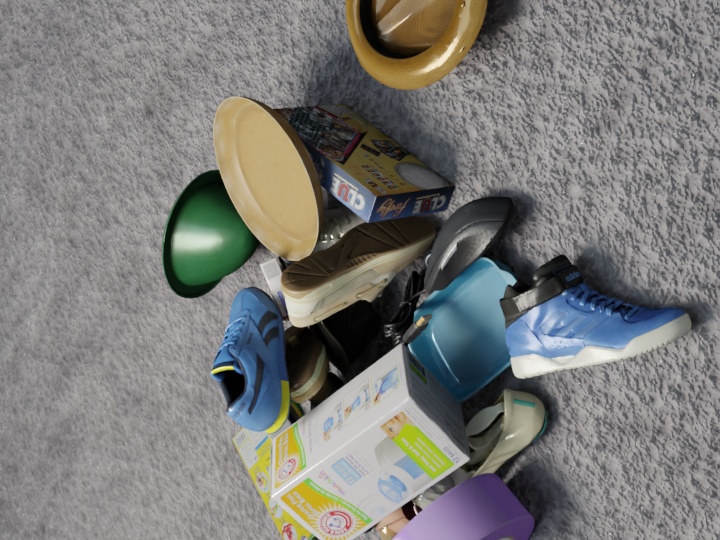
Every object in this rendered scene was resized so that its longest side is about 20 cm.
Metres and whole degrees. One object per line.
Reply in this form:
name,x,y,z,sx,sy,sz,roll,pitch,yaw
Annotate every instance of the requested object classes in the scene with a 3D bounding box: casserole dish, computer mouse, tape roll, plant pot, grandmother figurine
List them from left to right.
plant pot,-0.102,-0.108,1.421,0.199,0.027,0.202,37,142,36
grandmother figurine,0.061,0.271,1.444,0.123,0.060,0.200,66,159,16
computer mouse,0.086,-0.002,1.355,0.046,0.141,0.200,36,132,-11
tape roll,0.098,0.317,1.367,0.066,0.198,0.202,48,129,26
casserole dish,0.128,0.067,1.397,0.200,0.038,0.122,-45,67,41

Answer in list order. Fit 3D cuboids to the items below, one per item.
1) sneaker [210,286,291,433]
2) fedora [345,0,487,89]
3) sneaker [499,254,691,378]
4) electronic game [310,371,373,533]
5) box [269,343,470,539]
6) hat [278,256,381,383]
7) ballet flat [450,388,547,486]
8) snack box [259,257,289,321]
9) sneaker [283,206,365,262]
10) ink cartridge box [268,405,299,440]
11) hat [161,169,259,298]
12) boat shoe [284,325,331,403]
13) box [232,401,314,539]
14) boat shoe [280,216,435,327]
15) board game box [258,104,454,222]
sneaker,-0.130,0.089,1.390,0.066,0.078,0.202,-44,40,31
fedora,0.072,-0.294,1.342,0.198,0.081,0.205,7,101,40
sneaker,0.229,0.036,1.248,0.198,0.076,0.113,-16,90,39
electronic game,-0.020,0.225,1.534,0.200,0.041,0.204,167,90,-75
box,0.007,0.196,1.358,0.199,0.102,0.113,-37,116,17
hat,-0.022,0.053,1.500,0.202,0.080,0.201,58,171,14
ballet flat,0.131,0.202,1.400,0.070,0.069,0.201,54,128,22
snack box,-0.099,0.026,1.539,0.200,0.024,0.073,133,113,-86
sneaker,-0.042,-0.040,1.497,0.198,0.098,0.079,-16,74,45
ink cartridge box,-0.088,0.188,1.482,0.095,0.037,0.201,60,176,49
hat,-0.137,-0.031,1.575,0.174,0.165,0.203,21,130,29
boat shoe,-0.060,0.122,1.466,0.071,0.200,0.077,-30,104,5
box,-0.088,0.281,1.662,0.117,0.048,0.202,-46,64,41
boat shoe,0.000,0.000,1.400,0.072,0.198,0.066,37,146,43
board game box,-0.007,-0.127,1.421,0.200,0.134,0.035,40,123,33
